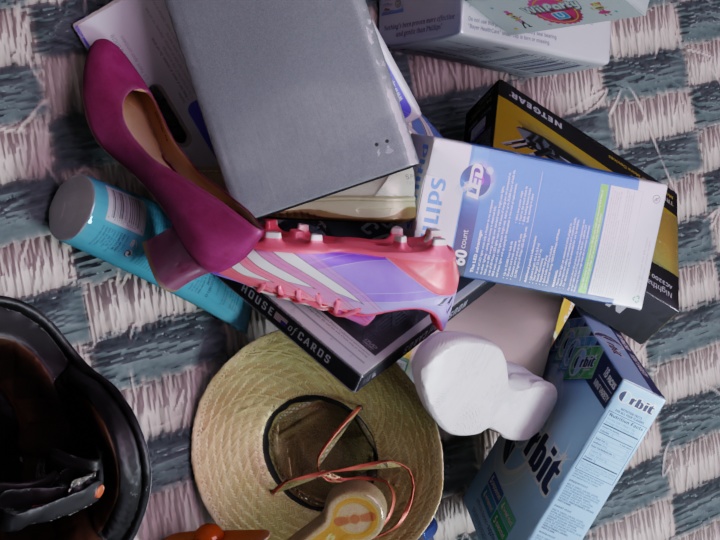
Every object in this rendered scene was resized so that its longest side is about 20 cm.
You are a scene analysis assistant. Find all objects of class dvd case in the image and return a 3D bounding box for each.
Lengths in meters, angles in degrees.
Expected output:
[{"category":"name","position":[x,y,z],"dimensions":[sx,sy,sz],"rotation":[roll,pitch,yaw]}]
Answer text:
[{"category":"dvd case","position":[0.000,0.000,1.623],"dimensions":[0.150,0.025,0.200],"rotation":[39,43,15]}]

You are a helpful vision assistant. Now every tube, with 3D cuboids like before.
[{"category":"tube","position":[-0.143,-0.016,1.568],"dimensions":[0.200,0.050,0.078],"rotation":[25,81,-43]}]

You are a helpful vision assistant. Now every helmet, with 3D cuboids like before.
[{"category":"helmet","position":[-0.251,0.122,1.363],"dimensions":[0.200,0.191,0.200],"rotation":[-32,143,-28]}]

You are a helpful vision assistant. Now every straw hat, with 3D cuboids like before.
[{"category":"straw hat","position":[-0.029,0.143,1.629],"dimensions":[0.085,0.200,0.202],"rotation":[21,68,-83]}]

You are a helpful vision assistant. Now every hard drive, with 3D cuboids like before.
[{"category":"hard drive","position":[-0.054,-0.150,1.516],"dimensions":[0.139,0.033,0.201],"rotation":[-19,89,0]}]

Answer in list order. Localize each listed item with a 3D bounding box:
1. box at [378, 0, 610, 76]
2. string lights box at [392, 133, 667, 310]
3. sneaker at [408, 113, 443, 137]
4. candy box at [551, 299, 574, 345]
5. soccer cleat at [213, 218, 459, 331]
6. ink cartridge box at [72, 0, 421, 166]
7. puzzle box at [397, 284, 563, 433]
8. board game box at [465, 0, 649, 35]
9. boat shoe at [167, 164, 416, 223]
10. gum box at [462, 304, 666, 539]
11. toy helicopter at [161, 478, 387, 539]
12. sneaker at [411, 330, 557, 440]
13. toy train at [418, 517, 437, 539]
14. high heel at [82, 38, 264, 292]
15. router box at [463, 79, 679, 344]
[{"category":"box","position":[0.117,-0.280,1.779],"dimensions":[0.184,0.105,0.201],"rotation":[6,84,-41]},{"category":"string lights box","position":[0.130,-0.038,1.625],"dimensions":[0.199,0.059,0.103],"rotation":[11,94,-17]},{"category":"sneaker","position":[0.011,-0.136,1.692],"dimensions":[0.200,0.076,0.077],"rotation":[32,66,-35]},{"category":"candy box","position":[0.153,0.022,1.828],"dimensions":[0.115,0.055,0.200],"rotation":[42,62,-30]},{"category":"soccer cleat","position":[-0.026,0.005,1.541],"dimensions":[0.199,0.067,0.077],"rotation":[1,102,-5]},{"category":"ink cartridge box","position":[-0.085,-0.158,1.585],"dimensions":[0.200,0.043,0.198],"rotation":[-28,112,3]},{"category":"puzzle box","position":[0.064,0.043,1.719],"dimensions":[0.199,0.025,0.133],"rotation":[23,72,-16]},{"category":"board game box","position":[0.179,-0.297,1.669],"dimensions":[0.064,0.147,0.201],"rotation":[32,68,-38]},{"category":"boat shoe","position":[-0.057,-0.072,1.569],"dimensions":[0.199,0.074,0.067],"rotation":[3,89,-2]},{"category":"gum box","position":[0.161,0.148,1.701],"dimensions":[0.044,0.170,0.200],"rotation":[26,104,-15]},{"category":"toy helicopter","position":[-0.065,0.218,1.550],"dimensions":[0.132,0.200,0.079],"rotation":[45,17,-10]},{"category":"sneaker","position":[0.075,0.081,1.615],"dimensions":[0.075,0.088,0.200],"rotation":[-56,149,2]},{"category":"toy train","position":[0.030,0.157,1.688],"dimensions":[0.034,0.046,0.201],"rotation":[-47,133,-48]},{"category":"high heel","position":[-0.132,-0.091,1.503],"dimensions":[0.067,0.096,0.201],"rotation":[-10,75,-58]},{"category":"router box","position":[0.176,-0.050,1.747],"dimensions":[0.200,0.052,0.158],"rotation":[30,38,-19]}]
